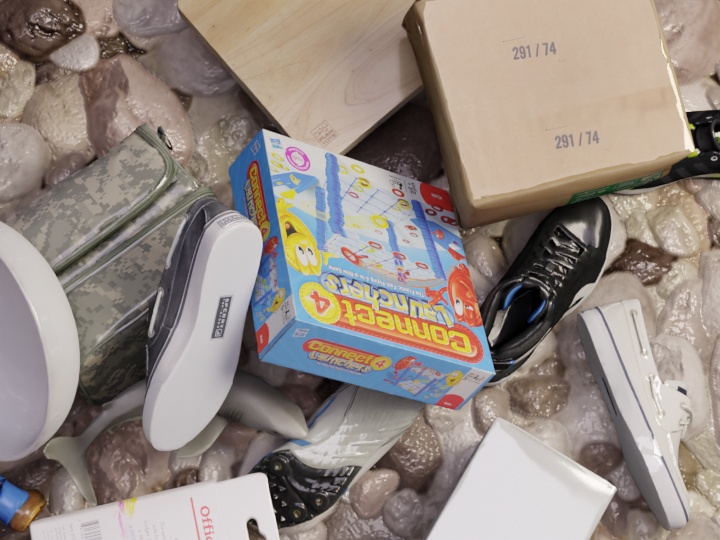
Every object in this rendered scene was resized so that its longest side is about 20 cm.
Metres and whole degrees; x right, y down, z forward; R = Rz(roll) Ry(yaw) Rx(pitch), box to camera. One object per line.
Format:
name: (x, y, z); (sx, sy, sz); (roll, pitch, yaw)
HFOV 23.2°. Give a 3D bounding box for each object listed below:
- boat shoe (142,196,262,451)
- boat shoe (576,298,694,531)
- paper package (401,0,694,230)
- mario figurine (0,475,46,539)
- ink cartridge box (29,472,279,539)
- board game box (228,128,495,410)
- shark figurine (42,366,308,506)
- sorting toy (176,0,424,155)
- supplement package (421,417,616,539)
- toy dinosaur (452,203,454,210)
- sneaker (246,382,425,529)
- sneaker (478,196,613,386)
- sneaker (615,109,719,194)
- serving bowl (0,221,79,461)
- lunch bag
boat shoe: (-0.136, 0.041, 1.370); (0.068, 0.071, 0.202); (34, 116, 41)
boat shoe: (0.250, 0.118, 1.492); (0.069, 0.071, 0.202); (-18, 70, -4)
paper package: (0.155, -0.151, 1.469); (0.198, 0.103, 0.193); (-14, 85, -4)
mario figurine: (-0.357, 0.154, 1.464); (0.200, 0.106, 0.124); (45, 44, -1)
ink cartridge box: (-0.160, 0.243, 1.436); (0.197, 0.067, 0.119); (-12, 77, -2)
board game box: (0.000, 0.000, 1.429); (0.198, 0.056, 0.197); (16, 45, -32)
shark figurine: (-0.160, 0.100, 1.442); (0.212, 0.090, 0.129); (-12, 48, -11)
sorting toy: (-0.026, -0.215, 1.563); (0.200, 0.070, 0.199); (-40, 80, -11)
supplement package: (0.105, 0.240, 1.427); (0.117, 0.117, 0.201); (30, 77, 6)
toy dinosaur: (0.142, -0.144, 1.557); (0.198, 0.060, 0.107); (-28, 80, -9)
sneaker: (-0.021, 0.145, 1.479); (0.200, 0.072, 0.072); (-40, 92, 3)
sneaker: (0.161, 0.009, 1.491); (0.073, 0.112, 0.201); (35, 77, 5)
sneaker: (0.288, -0.117, 1.543); (0.197, 0.083, 0.073); (-7, 75, -4)
serving bowl: (-0.284, 0.045, 1.377); (0.066, 0.200, 0.201); (-24, 75, -44)
lunch bag: (-0.206, -0.010, 1.472); (0.199, 0.140, 0.168); (-37, 69, -9)
